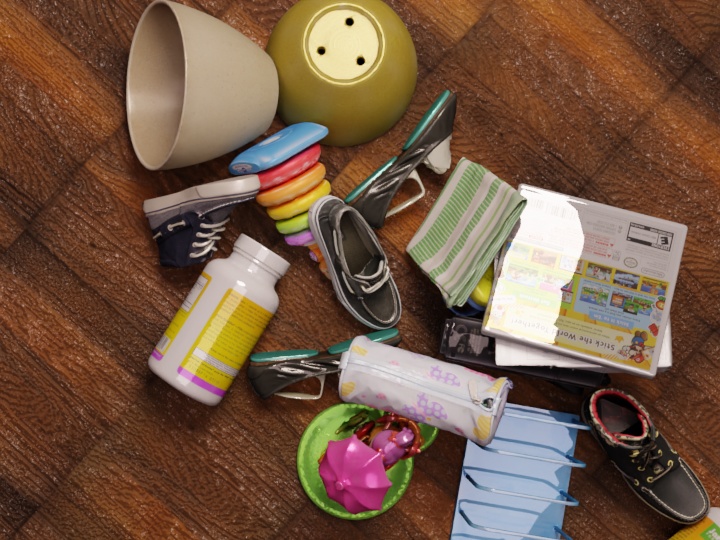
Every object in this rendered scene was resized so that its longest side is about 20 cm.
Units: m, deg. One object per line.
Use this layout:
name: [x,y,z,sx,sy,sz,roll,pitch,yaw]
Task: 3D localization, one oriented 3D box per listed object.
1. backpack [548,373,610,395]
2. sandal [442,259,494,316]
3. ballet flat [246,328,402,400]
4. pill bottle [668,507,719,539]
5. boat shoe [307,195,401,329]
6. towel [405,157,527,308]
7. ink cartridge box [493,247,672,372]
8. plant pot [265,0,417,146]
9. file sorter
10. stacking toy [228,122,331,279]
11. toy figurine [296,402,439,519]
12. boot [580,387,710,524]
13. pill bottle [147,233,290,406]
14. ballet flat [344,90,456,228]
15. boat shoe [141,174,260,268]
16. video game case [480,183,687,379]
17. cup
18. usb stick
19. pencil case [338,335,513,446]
backpack: [0.255,0.033,1.447,0.167,0.127,0.200,31,86,-13]
sandal: [0.143,-0.019,1.437,0.079,0.087,0.200,33,43,-13]
ballet flat: [-0.041,0.123,1.463,0.199,0.068,0.069,-10,98,3]
pill bottle: [0.435,0.366,1.449,0.200,0.111,0.111,-38,90,-3]
boat shoe: [0.000,0.000,1.427,0.072,0.071,0.200,-40,120,-14]
towel: [0.120,-0.050,1.396,0.023,0.200,0.153,28,100,-20]
ink cartridge box: [0.256,0.036,1.355,0.199,0.057,0.163,-1,75,7]
plant pot: [-0.023,-0.262,1.436,0.199,0.142,0.201,0,88,-2]
file sorter: [0.199,0.270,1.437,0.138,0.123,0.201,10,87,-3]
stacking toy: [-0.070,-0.073,1.456,0.110,0.116,0.201,-34,109,-28]
toy figurine: [0.019,0.224,1.400,0.200,0.184,0.150,-34,90,-4]
boot: [0.343,0.223,1.407,0.073,0.154,0.204,-41,75,0]
pill bottle: [-0.169,0.058,1.437,0.104,0.104,0.200,32,87,-1]
ballet flat: [0.066,-0.133,1.471,0.068,0.068,0.200,42,97,-9]
boat shoe: [-0.184,-0.057,1.415,0.075,0.200,0.093,-17,96,-42]
video game case: [0.255,0.011,1.327,0.199,0.023,0.183,15,76,5]
cup: [-0.185,-0.220,1.419,0.143,0.200,0.201,-1,88,-31]
usb stick: [0.191,0.095,1.364,0.199,0.033,0.056,12,89,-5]
pencil case: [0.074,0.140,1.363,0.199,0.091,0.083,16,92,17]
